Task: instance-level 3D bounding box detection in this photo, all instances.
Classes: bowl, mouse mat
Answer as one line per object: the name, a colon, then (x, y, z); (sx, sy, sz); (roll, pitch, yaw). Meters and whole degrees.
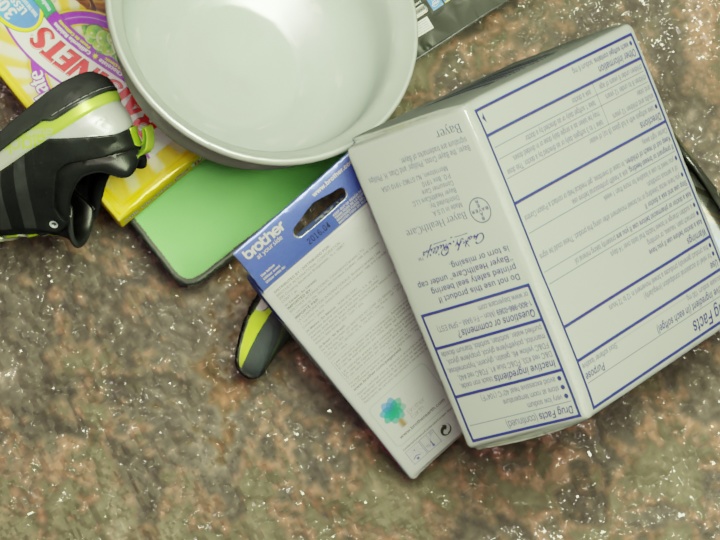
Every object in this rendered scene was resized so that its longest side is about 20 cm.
bowl: (-0.071, -0.141, 1.673); (0.200, 0.090, 0.202); (7, 66, -17)
mouse mat: (-0.110, -0.111, 1.732); (0.161, 0.008, 0.200); (-38, 82, -6)

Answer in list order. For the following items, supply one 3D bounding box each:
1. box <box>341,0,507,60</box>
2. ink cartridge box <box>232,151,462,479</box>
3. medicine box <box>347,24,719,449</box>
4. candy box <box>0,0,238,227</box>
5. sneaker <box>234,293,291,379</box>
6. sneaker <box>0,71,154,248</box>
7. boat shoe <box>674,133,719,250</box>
box: (0.059, -0.243, 1.714); (0.199, 0.049, 0.160); (-33, 94, 16)
ink cartridge box: (0.016, 0.018, 1.669); (0.119, 0.042, 0.200); (-41, 118, -4)
medicine box: (0.114, -0.022, 1.630); (0.182, 0.103, 0.201); (-28, 98, -47)
candy box: (-0.176, -0.136, 1.719); (0.102, 0.026, 0.200); (-40, 83, -4)
sneaker: (0.000, 0.000, 1.710); (0.200, 0.074, 0.081); (-45, 91, -2)
sneaker: (-0.209, -0.040, 1.677); (0.200, 0.072, 0.083); (-38, 86, 29)
boat shoe: (0.181, -0.064, 1.721); (0.070, 0.066, 0.201); (-33, 82, -6)
